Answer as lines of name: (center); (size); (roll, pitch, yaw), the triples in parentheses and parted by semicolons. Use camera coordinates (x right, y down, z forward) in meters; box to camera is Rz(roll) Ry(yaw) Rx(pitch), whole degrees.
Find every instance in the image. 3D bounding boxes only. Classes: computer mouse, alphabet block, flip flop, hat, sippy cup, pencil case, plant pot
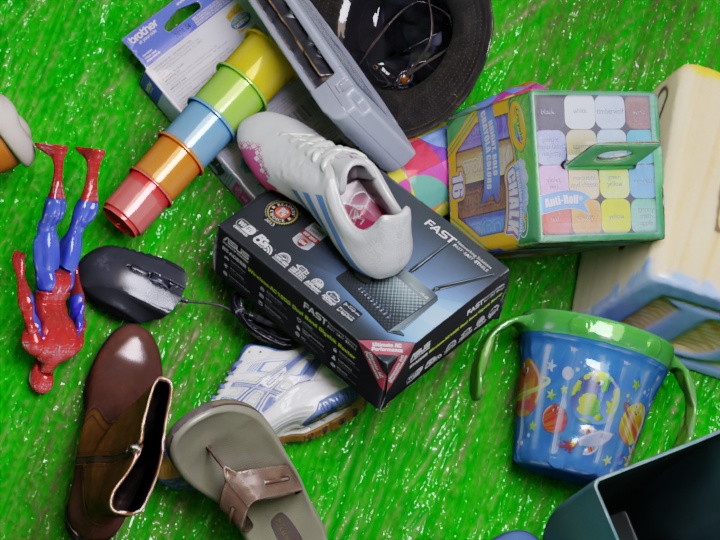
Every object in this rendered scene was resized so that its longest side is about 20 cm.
computer mouse: (-0.139, 0.020, 1.595); (0.198, 0.034, 0.059); (13, 56, 2)
alphabet block: (0.315, -0.034, 1.694); (0.195, 0.195, 0.202); (17, 71, -14)
flip flop: (-0.081, 0.180, 1.530); (0.081, 0.058, 0.201); (-34, 122, -7)
hat: (0.046, -0.209, 1.713); (0.081, 0.199, 0.202); (8, 65, -58)
sippy cup: (0.189, 0.114, 1.650); (0.176, 0.140, 0.132); (9, 79, 26)
pencil case: (0.089, -0.095, 1.703); (0.199, 0.088, 0.089); (-26, 83, -20)
plant pot: (0.235, 0.232, 1.583); (0.140, 0.200, 0.142); (-18, 80, -21)

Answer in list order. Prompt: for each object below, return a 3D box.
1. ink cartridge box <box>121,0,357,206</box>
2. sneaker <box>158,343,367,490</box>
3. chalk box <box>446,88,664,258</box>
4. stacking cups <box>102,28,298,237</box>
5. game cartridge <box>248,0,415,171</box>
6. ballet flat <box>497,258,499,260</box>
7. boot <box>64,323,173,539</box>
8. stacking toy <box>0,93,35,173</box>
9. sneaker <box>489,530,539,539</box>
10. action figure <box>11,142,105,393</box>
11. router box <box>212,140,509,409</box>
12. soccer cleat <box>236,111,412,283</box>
ink cartridge box: (-0.104, -0.151, 1.680); (0.119, 0.042, 0.200); (-41, 91, -21)
sneaker: (-0.093, 0.111, 1.598); (0.199, 0.075, 0.089); (-22, 67, -26)
chalk box: (0.168, -0.078, 1.580); (0.123, 0.200, 0.125); (-1, 87, -23)
stacking cups: (-0.138, -0.112, 1.617); (0.060, 0.061, 0.200); (42, 76, -1)
game cartridge: (-0.030, -0.174, 1.626); (0.041, 0.133, 0.201); (-36, 59, 5)
ballet flat: (0.040, 0.020, 1.660); (0.199, 0.074, 0.075); (-22, 81, -22)
boot: (-0.181, 0.110, 1.490); (0.068, 0.200, 0.190); (23, 68, -9)
stacking toy: (-0.374, -0.096, 1.552); (0.199, 0.146, 0.147); (-36, 86, -5)
sneaker: (0.092, 0.290, 1.586); (0.074, 0.082, 0.200); (45, 65, 1)
action figure: (-0.246, 0.000, 1.562); (0.065, 0.051, 0.202); (3, 94, -49)
router box: (0.000, 0.000, 1.583); (0.200, 0.062, 0.150); (38, 54, 23)
soccer cleat: (-0.024, -0.079, 1.547); (0.070, 0.087, 0.200); (-29, 59, -29)
